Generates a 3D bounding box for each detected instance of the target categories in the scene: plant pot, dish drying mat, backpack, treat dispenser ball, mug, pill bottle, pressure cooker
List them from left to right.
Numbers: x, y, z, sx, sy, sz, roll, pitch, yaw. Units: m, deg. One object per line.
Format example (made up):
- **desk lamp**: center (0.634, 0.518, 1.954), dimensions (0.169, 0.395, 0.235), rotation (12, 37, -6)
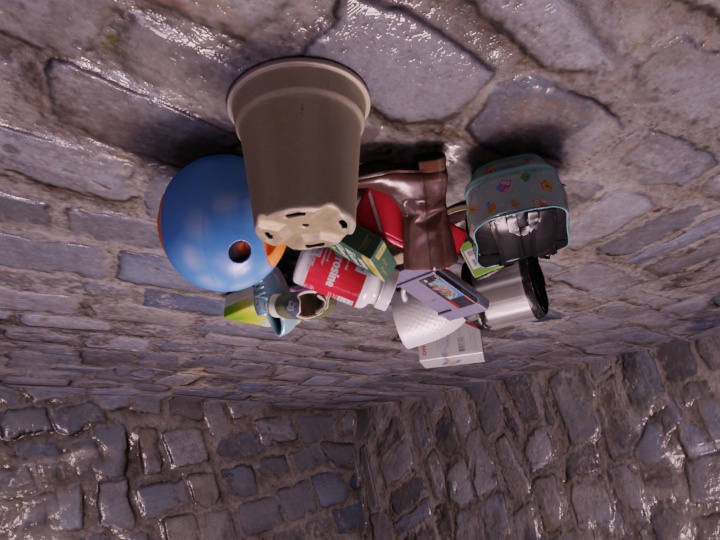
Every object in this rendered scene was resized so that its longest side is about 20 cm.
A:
- **treat dispenser ball**: center (-0.205, -0.071, 0.945), dimensions (0.195, 0.206, 0.202), rotation (-4, 161, -1)
- **plant pot**: center (-0.077, -0.137, 0.820), dimensions (0.195, 0.188, 0.201), rotation (-4, 161, -1)
- **pill bottle**: center (-0.027, 0.005, 1.241), dimensions (0.196, 0.115, 0.113), rotation (21, 158, -3)
- **dish drying mat**: center (0.085, -0.074, 1.064), dimensions (0.196, 0.078, 0.018), rotation (25, -169, -15)
- **mug**: center (0.173, 0.087, 1.597), dimensions (0.172, 0.149, 0.202), rotation (-18, 127, 14)
- **pressure cooker**: center (0.314, 0.045, 1.428), dimensions (0.196, 0.183, 0.175), rotation (-16, 161, 28)
- **backpack**: center (0.258, -0.103, 1.038), dimensions (0.171, 0.158, 0.200), rotation (-10, 165, 15)

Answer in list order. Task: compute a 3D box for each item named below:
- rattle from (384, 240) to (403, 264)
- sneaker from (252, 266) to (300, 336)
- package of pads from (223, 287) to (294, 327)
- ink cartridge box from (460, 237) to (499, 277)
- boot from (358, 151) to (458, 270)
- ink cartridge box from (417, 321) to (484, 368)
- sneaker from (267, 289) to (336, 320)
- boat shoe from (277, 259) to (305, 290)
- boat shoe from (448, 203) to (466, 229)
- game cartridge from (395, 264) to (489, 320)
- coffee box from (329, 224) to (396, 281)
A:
- **rattle**: center (0.050, -0.092, 1.169), dimensions (0.141, 0.133, 0.199), rotation (25, -179, -23)
- **sneaker**: center (-0.198, 0.051, 1.320), dimensions (0.073, 0.082, 0.202), rotation (-18, 112, 42)
- **package of pads**: center (-0.226, 0.081, 1.569), dimensions (0.197, 0.070, 0.153), rotation (-20, 154, 38)
- **ink cartridge box**: center (0.308, -0.078, 1.258), dimensions (0.146, 0.077, 0.199), rotation (-26, -174, 41)
- **boot**: center (0.065, -0.078, 1.022), dimensions (0.181, 0.065, 0.205), rotation (-7, 117, 3)
- **ink cartridge box**: center (0.275, 0.209, 1.922), dimensions (0.195, 0.149, 0.145), rotation (-8, 161, 11)
- **sneaker**: center (-0.098, 0.074, 1.320), dimensions (0.088, 0.069, 0.198), rotation (-2, 179, 38)
- **boat shoe**: center (-0.165, 0.007, 1.376), dimensions (0.074, 0.068, 0.197), rotation (-31, -163, -38)
- **boat shoe**: center (0.172, -0.070, 1.232), dimensions (0.197, 0.074, 0.071), rotation (-21, 155, 38)
- **game cartridge**: center (0.163, 0.040, 1.319), dimensions (0.198, 0.039, 0.129), rotation (33, 153, -24)
- **coffee box**: center (-0.036, -0.061, 1.085), dimensions (0.198, 0.044, 0.123), rotation (31, 171, 21)
